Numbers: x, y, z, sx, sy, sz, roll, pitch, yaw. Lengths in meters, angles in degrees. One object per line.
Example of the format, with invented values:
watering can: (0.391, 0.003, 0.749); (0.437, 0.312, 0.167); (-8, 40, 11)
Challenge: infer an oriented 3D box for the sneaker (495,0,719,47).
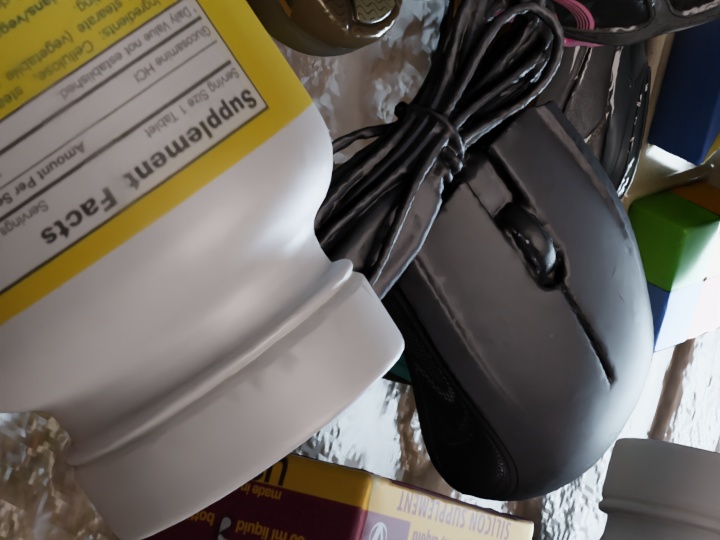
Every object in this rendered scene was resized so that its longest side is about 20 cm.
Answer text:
sneaker: (0.062, -0.114, 0.868); (0.199, 0.095, 0.080); (6, 93, -30)

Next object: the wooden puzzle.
wooden puzzle: (0.151, -0.049, 1.075); (0.200, 0.046, 0.186); (-21, 129, -53)

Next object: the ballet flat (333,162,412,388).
ballet flat: (0.000, 0.000, 0.902); (0.200, 0.071, 0.072); (21, 80, -57)

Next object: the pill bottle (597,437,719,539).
pill bottle: (0.113, 0.171, 1.052); (0.111, 0.111, 0.201); (27, 75, -54)

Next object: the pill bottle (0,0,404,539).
pill bottle: (-0.078, -0.041, 0.651); (0.112, 0.112, 0.201); (-40, 98, -44)

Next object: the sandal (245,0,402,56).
sandal: (-0.050, -0.129, 0.723); (0.082, 0.055, 0.201); (7, 50, -51)

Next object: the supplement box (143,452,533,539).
supplement box: (-0.025, 0.162, 0.869); (0.110, 0.085, 0.201); (22, 80, -56)

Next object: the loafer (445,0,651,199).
loafer: (0.065, -0.113, 0.951); (0.072, 0.073, 0.201); (-12, 107, -49)

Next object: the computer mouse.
computer mouse: (0.049, 0.012, 0.853); (0.139, 0.053, 0.200); (-53, 146, -19)
